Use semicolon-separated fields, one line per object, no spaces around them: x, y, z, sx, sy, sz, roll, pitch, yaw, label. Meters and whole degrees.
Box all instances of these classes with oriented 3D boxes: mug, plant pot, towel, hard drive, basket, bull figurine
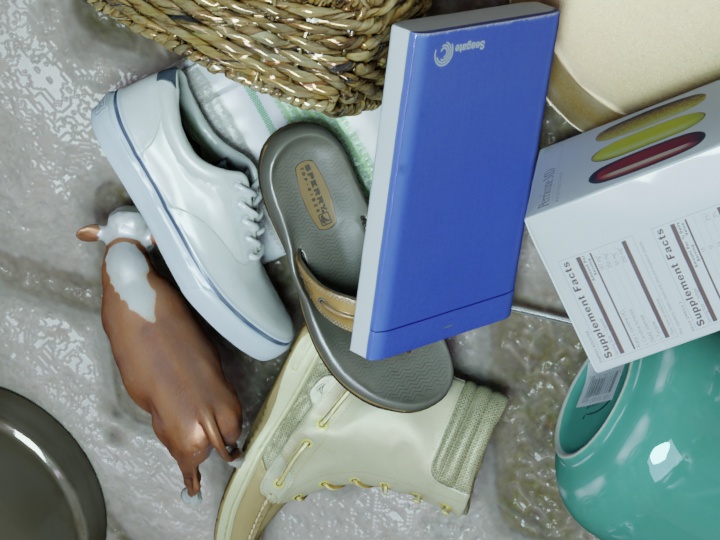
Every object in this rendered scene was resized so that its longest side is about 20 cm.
0.181;0.113;1.207;0.114;0.152;0.185;28;115;-14;mug
0.190;-0.167;1.181;0.198;0.028;0.202;4;111;10;plant pot
-0.051;-0.089;1.254;0.199;0.031;0.150;-28;101;19;towel
0.057;-0.054;1.169;0.025;0.131;0.201;26;118;38;hard drive
-0.058;-0.195;1.136;0.199;0.143;0.150;27;107;14;basket
-0.292;0.202;1.330;0.198;0.174;0.202;4;111;10;plant pot
-0.127;0.053;1.269;0.065;0.201;0.122;-19;147;-9;bull figurine

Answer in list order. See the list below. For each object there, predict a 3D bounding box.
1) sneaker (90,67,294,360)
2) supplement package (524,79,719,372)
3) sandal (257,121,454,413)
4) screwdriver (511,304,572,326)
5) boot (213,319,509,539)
-0.091;-0.035;1.235;0.071;0.073;0.201;-28;105;20;sneaker
0.210;-0.040;1.148;0.199;0.114;0.110;-21;110;18;supplement package
0.000;0.000;1.221;0.081;0.055;0.201;-25;99;-19;sandal
0.106;0.025;1.271;0.198;0.029;0.028;11;112;1;screwdriver
-0.002;0.136;1.305;0.155;0.073;0.201;25;108;1;boot
